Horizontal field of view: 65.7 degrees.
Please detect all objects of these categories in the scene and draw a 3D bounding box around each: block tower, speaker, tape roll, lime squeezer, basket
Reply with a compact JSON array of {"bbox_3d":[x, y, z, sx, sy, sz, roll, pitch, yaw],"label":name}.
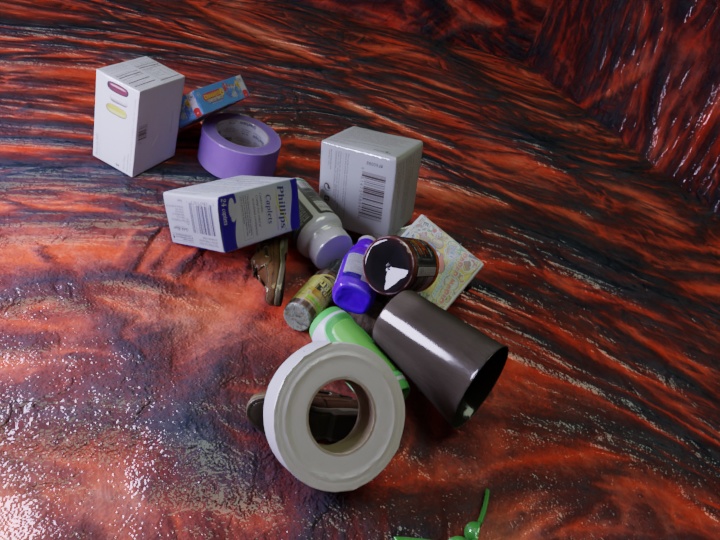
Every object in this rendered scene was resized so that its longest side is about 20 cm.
[{"bbox_3d":[0.047,0.114,1.077,0.199,0.058,0.054,35,37,19],"label":"block tower"},{"bbox_3d":[-0.004,0.156,0.969,0.087,0.089,0.200,-16,51,-42],"label":"speaker"},{"bbox_3d":[-0.302,-0.306,1.393,0.196,0.086,0.202,15,37,-12],"label":"tape roll"},{"bbox_3d":[0.144,0.383,0.815,0.197,0.039,0.070,-10,15,-36],"label":"lime squeezer"},{"bbox_3d":[-0.037,0.204,0.801,0.198,0.071,0.207,2,83,-21],"label":"tape roll"},{"bbox_3d":[0.126,0.136,0.943,0.135,0.183,0.199,-29,53,-35],"label":"basket"}]

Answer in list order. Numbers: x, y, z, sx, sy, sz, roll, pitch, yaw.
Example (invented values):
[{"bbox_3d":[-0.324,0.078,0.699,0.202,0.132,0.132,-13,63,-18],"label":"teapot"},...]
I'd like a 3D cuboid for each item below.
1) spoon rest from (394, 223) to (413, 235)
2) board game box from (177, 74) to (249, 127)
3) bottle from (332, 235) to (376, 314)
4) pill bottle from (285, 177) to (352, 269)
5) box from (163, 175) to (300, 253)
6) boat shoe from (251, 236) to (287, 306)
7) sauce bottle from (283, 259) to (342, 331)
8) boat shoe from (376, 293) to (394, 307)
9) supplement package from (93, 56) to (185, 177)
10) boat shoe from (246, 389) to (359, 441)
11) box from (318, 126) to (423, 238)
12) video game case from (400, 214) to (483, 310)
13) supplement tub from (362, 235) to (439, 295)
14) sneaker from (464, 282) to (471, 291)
[{"bbox_3d":[0.112,-0.072,1.346,0.099,0.061,0.199,36,37,18],"label":"spoon rest"},{"bbox_3d":[-0.405,-0.402,1.377,0.057,0.193,0.200,64,32,-18],"label":"board game box"},{"bbox_3d":[0.000,0.000,1.095,0.082,0.066,0.201,23,34,-5],"label":"bottle"},{"bbox_3d":[-0.109,-0.101,1.212,0.112,0.114,0.201,-11,48,-38],"label":"pill bottle"},{"bbox_3d":[-0.249,-0.118,1.101,0.182,0.107,0.198,11,24,39],"label":"box"},{"bbox_3d":[-0.179,0.001,1.080,0.067,0.073,0.201,6,30,-10],"label":"boat shoe"},{"bbox_3d":[-0.079,0.039,1.093,0.064,0.065,0.201,27,37,7],"label":"sauce bottle"},{"bbox_3d":[0.076,0.070,1.122,0.199,0.077,0.071,39,24,22],"label":"boat shoe"},{"bbox_3d":[-0.489,-0.340,1.230,0.109,0.202,0.156,27,36,7],"label":"supplement package"},{"bbox_3d":[-0.083,0.220,0.867,0.197,0.073,0.068,17,17,-20],"label":"boat shoe"},{"bbox_3d":[0.022,-0.212,1.320,0.197,0.203,0.171,19,32,22],"label":"box"},{"bbox_3d":[0.140,-0.001,1.209,0.181,0.023,0.200,40,68,13],"label":"video game case"},{"bbox_3d":[0.087,-0.010,1.060,0.106,0.108,0.199,37,15,20],"label":"supplement tub"},{"bbox_3d":[0.160,0.010,1.260,0.196,0.071,0.079,-1,59,-14],"label":"sneaker"}]
